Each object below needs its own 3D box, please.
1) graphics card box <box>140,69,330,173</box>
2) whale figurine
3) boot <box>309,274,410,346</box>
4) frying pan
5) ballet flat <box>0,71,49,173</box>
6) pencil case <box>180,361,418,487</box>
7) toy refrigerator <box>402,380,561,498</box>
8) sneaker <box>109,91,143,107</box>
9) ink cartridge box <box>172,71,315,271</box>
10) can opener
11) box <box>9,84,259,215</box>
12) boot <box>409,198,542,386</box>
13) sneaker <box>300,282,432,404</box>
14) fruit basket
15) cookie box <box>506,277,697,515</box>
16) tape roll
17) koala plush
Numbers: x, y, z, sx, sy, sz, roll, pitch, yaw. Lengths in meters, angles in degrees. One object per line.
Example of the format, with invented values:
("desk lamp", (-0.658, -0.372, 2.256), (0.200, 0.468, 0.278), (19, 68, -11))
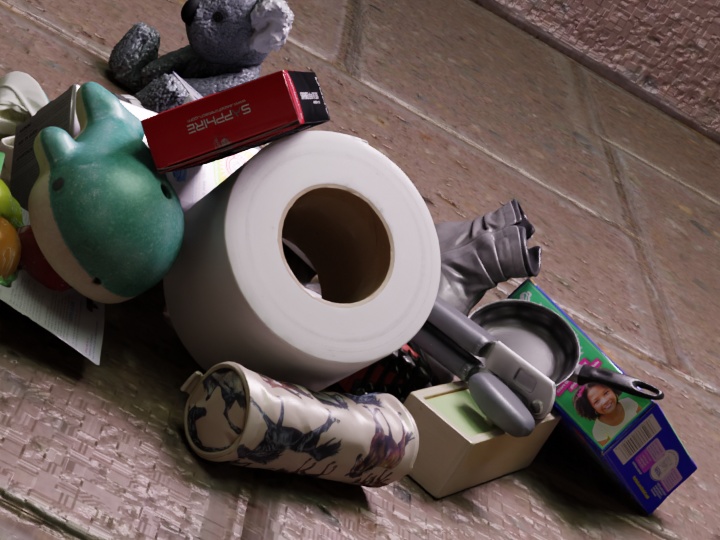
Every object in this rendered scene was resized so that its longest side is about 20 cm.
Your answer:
("graphics card box", (-0.099, -0.125, 1.562), (0.200, 0.125, 0.051), (-34, 104, -81))
("whale figurine", (-0.195, -0.072, 1.525), (0.159, 0.103, 0.201), (45, 33, -38))
("boot", (0.000, 0.000, 1.867), (0.200, 0.070, 0.147), (39, 30, -49))
("frying pan", (0.186, 0.077, 1.769), (0.189, 0.031, 0.115), (5, 46, -4))
("ballet flat", (-0.317, -0.128, 1.771), (0.069, 0.070, 0.200), (12, 31, -44))
("pencil case", (-0.049, 0.125, 1.524), (0.199, 0.078, 0.089), (15, 17, -41))
("toy refrigerator", (0.105, 0.145, 1.724), (0.076, 0.070, 0.200), (39, 20, 22))
("sneaker", (-0.232, -0.126, 1.878), (0.090, 0.067, 0.200), (20, 17, -46))
("ink cartridge box", (-0.109, -0.094, 1.937), (0.198, 0.047, 0.200), (41, 4, -46))
("can opener", (0.094, 0.074, 1.706), (0.200, 0.053, 0.066), (39, 21, 29))
("box", (-0.201, -0.074, 1.681), (0.199, 0.112, 0.102), (18, 62, -34))
("boot", (0.112, 0.016, 1.837), (0.070, 0.131, 0.201), (54, 27, -47))
("sneaker", (-0.023, 0.062, 1.731), (0.200, 0.071, 0.098), (22, 23, -21))
("fruit basket", (-0.292, -0.014, 1.522), (0.200, 0.094, 0.185), (42, 15, -21))
("cookie box", (0.225, 0.125, 1.856), (0.200, 0.075, 0.171), (46, -2, 36))
("tape roll", (-0.051, -0.002, 1.594), (0.202, 0.139, 0.204), (9, 71, -26))
("koala plush", (-0.153, -0.251, 2.107), (0.183, 0.201, 0.178), (20, 22, -31))
